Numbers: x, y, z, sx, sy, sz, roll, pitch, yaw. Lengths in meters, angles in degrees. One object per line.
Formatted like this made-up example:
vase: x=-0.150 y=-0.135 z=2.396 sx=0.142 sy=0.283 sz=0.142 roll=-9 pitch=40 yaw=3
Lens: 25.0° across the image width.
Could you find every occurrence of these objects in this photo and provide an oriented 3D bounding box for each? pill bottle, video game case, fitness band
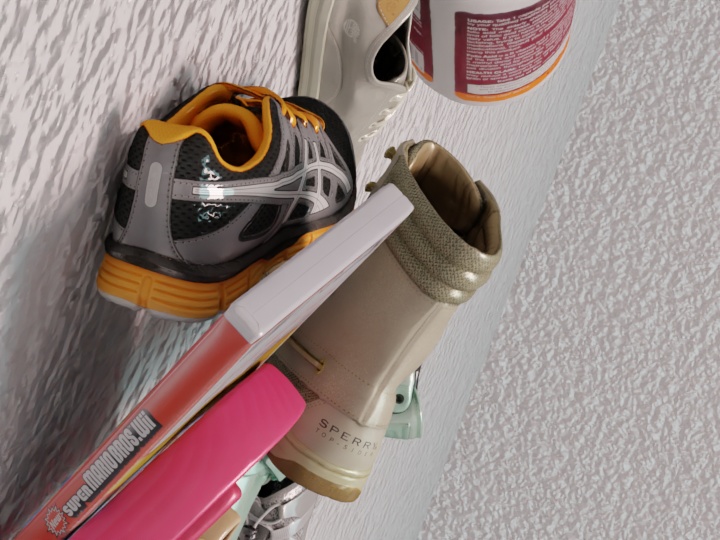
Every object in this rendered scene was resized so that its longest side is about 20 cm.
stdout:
pill bottle: x=0.075 y=-0.186 z=0.955 sx=0.200 sy=0.113 sz=0.115 roll=81 pitch=32 yaw=-73
video game case: x=-0.069 y=0.051 z=0.676 sx=0.200 sy=0.017 sz=0.143 roll=-46 pitch=177 yaw=33
fitness band: x=-0.102 y=0.118 z=0.705 sx=0.200 sy=0.037 sz=0.144 roll=-44 pitch=175 yaw=-9

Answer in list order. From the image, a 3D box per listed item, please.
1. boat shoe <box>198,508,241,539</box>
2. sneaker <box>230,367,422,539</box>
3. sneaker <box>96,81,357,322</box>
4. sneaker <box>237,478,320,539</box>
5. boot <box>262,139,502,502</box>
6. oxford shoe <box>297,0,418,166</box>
boat shoe: x=-0.120 y=0.206 z=0.861 sx=0.074 sy=0.069 sz=0.202 roll=-12 pitch=123 yaw=-78
sneaker: x=-0.026 y=0.103 z=1.014 sx=0.074 sy=0.117 sz=0.202 roll=71 pitch=43 yaw=-78
sneaker: x=-0.048 y=-0.047 z=0.707 sx=0.200 sy=0.077 sz=0.078 roll=-52 pitch=152 yaw=-63
sneaker: x=-0.071 y=0.171 z=1.112 sx=0.082 sy=0.074 sz=0.202 roll=42 pitch=62 yaw=-65
boot: x=0.000 y=0.000 z=0.813 sx=0.156 sy=0.071 sz=0.201 roll=-58 pitch=-156 yaw=19
oxford shoe: x=0.000 y=-0.102 z=0.900 sx=0.201 sy=0.057 sz=0.076 roll=99 pitch=14 yaw=-60
